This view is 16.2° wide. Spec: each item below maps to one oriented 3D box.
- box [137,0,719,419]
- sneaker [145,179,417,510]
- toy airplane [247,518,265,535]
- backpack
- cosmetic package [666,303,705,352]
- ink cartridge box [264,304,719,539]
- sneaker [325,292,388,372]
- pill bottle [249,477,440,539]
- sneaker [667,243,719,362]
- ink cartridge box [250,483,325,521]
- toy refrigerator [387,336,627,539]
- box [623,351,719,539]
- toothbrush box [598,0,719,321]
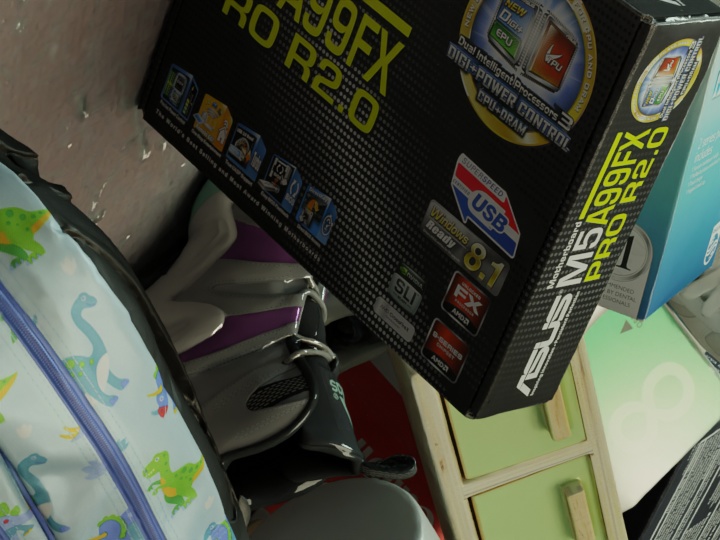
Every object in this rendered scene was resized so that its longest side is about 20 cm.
[{"bbox_3d":[0.017,-0.071,0.882,0.044,0.200,0.160,-10,133,-44],"label":"box"},{"bbox_3d":[-0.023,0.032,1.022,0.200,0.140,0.078,-50,156,-12],"label":"sneaker"},{"bbox_3d":[-0.110,0.205,1.094,0.200,0.141,0.199,4,87,-49],"label":"toy airplane"},{"bbox_3d":[-0.124,0.036,0.822,0.154,0.163,0.200,-27,140,-24],"label":"backpack"},{"bbox_3d":[0.108,0.020,1.321,0.200,0.103,0.073,-3,123,-61],"label":"cosmetic package"},{"bbox_3d":[0.059,0.072,1.171,0.200,0.050,0.161,-46,122,-7],"label":"ink cartridge box"},{"bbox_3d":[0.000,0.000,1.118,0.200,0.071,0.073,-48,157,-16],"label":"sneaker"},{"bbox_3d":[0.024,0.189,1.085,0.114,0.114,0.200,-45,128,-23],"label":"pill bottle"},{"bbox_3d":[0.162,-0.016,1.262,0.081,0.200,0.077,12,122,-50],"label":"sneaker"},{"bbox_3d":[0.035,0.170,1.253,0.162,0.200,0.050,-48,163,-17],"label":"ink cartridge box"},{"bbox_3d":[0.068,0.084,1.106,0.076,0.070,0.200,-19,132,-3],"label":"toy refrigerator"},{"bbox_3d":[0.162,0.114,1.531,0.198,0.123,0.200,-21,142,-52],"label":"box"},{"bbox_3d":[0.077,-0.104,0.937,0.085,0.146,0.200,-29,137,-61],"label":"toothbrush box"}]
